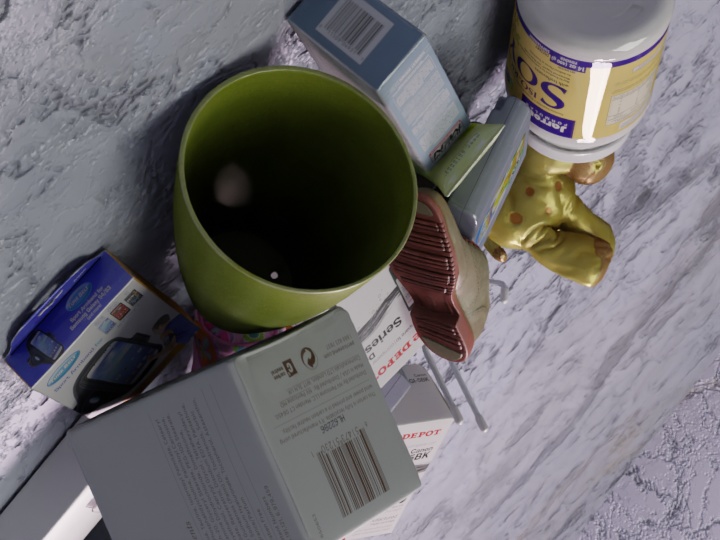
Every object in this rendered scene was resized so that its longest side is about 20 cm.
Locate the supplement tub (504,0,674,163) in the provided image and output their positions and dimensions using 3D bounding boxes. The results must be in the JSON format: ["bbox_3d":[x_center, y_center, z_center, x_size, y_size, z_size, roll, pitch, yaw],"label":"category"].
[{"bbox_3d":[0.209,-0.206,1.763,0.145,0.145,0.201,-40,158,-21],"label":"supplement tub"}]

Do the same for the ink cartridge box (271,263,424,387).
[{"bbox_3d":[0.000,0.000,1.712,0.146,0.084,0.201,-44,141,-14],"label":"ink cartridge box"}]

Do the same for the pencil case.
[{"bbox_3d":[-0.117,0.115,1.715,0.087,0.087,0.201,-30,141,-40],"label":"pencil case"}]

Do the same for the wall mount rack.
[{"bbox_3d":[0.113,0.086,2.123,0.200,0.074,0.175,26,75,-69],"label":"wall mount rack"}]

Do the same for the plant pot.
[{"bbox_3d":[-0.073,-0.031,1.493,0.187,0.187,0.200,-37,172,-28],"label":"plant pot"}]

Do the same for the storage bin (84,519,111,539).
[{"bbox_3d":[-0.238,0.339,1.841,0.200,0.134,0.145,-50,160,8],"label":"storage bin"}]

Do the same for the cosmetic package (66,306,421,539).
[{"bbox_3d":[-0.095,0.154,1.542,0.199,0.168,0.167,-24,180,35],"label":"cosmetic package"}]

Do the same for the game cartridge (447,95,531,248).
[{"bbox_3d":[0.116,-0.077,1.760,0.134,0.040,0.200,-61,172,-6],"label":"game cartridge"}]

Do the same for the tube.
[{"bbox_3d":[0.075,-0.106,1.657,0.200,0.051,0.059,-144,-127,-75],"label":"tube"}]

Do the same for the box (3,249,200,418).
[{"bbox_3d":[-0.209,0.057,1.530,0.119,0.041,0.200,-48,162,-2],"label":"box"}]

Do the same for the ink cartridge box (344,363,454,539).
[{"bbox_3d":[-0.003,0.209,2.111,0.146,0.083,0.201,-5,136,-35],"label":"ink cartridge box"}]

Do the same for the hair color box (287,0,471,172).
[{"bbox_3d":[0.019,-0.158,1.523,0.061,0.099,0.200,-49,160,-3],"label":"hair color box"}]

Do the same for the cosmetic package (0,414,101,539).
[{"bbox_3d":[-0.256,0.198,1.672,0.200,0.051,0.082,-50,159,4],"label":"cosmetic package"}]

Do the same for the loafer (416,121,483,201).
[{"bbox_3d":[0.069,-0.056,1.852,0.201,0.070,0.075,-53,159,13],"label":"loafer"}]

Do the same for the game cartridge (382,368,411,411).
[{"bbox_3d":[-0.029,0.170,1.925,0.200,0.041,0.133,-49,-174,2],"label":"game cartridge"}]

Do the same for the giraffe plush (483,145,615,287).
[{"bbox_3d":[0.197,-0.100,1.970,0.198,0.173,0.163,12,113,-28],"label":"giraffe plush"}]

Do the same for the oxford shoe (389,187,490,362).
[{"bbox_3d":[0.073,-0.010,1.672,0.075,0.070,0.201,-52,148,-31],"label":"oxford shoe"}]

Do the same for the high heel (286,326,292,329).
[{"bbox_3d":[-0.107,0.119,1.844,0.096,0.067,0.201,-76,-168,-79],"label":"high heel"}]
